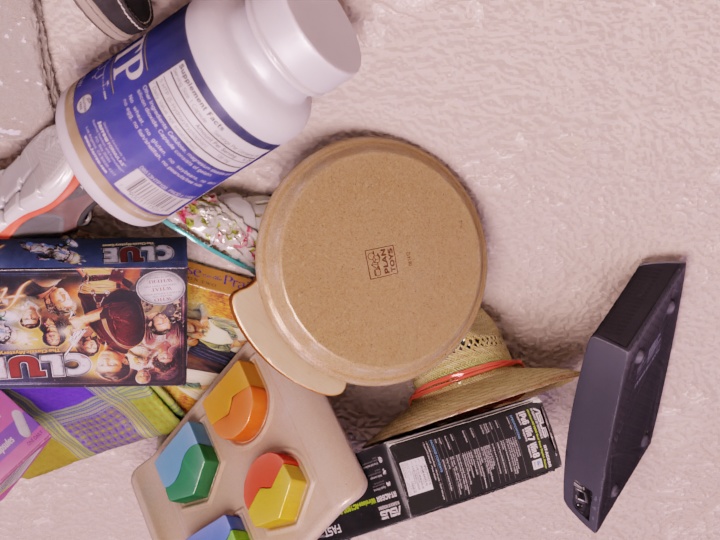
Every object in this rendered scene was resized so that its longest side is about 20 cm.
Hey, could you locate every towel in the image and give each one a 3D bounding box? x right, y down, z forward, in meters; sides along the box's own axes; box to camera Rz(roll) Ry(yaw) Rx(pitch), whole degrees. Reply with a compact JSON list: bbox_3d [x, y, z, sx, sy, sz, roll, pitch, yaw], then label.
[{"bbox_3d":[-0.292,-0.178,1.274,0.132,0.034,0.200,0,130,2],"label":"towel"},{"bbox_3d":[-0.258,0.117,1.487,0.200,0.023,0.144,-19,133,29],"label":"towel"}]

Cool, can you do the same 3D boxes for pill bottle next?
[{"bbox_3d":[-0.104,-0.126,1.246,0.200,0.120,0.120,-30,121,24],"label":"pill bottle"}]

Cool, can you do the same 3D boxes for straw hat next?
[{"bbox_3d":[0.078,0.073,1.405,0.201,0.201,0.085,-20,82,19],"label":"straw hat"}]

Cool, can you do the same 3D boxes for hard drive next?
[{"bbox_3d":[0.206,0.097,1.400,0.042,0.135,0.200,21,134,20],"label":"hard drive"}]

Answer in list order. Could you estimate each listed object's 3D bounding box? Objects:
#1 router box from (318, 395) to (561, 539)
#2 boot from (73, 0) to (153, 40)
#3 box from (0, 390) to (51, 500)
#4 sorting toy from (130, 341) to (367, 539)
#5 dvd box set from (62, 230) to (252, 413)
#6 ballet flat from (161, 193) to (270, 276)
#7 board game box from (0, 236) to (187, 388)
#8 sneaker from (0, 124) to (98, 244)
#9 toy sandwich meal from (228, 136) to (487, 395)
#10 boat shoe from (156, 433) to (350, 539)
[{"bbox_3d":[0.040,0.165,1.410,0.150,0.062,0.200,-14,172,-33],"label":"router box"},{"bbox_3d":[-0.137,-0.254,1.179,0.151,0.073,0.200,-12,122,13],"label":"boot"},{"bbox_3d":[-0.381,0.133,1.400,0.200,0.176,0.097,41,124,2],"label":"box"},{"bbox_3d":[-0.097,0.163,1.386,0.036,0.185,0.200,21,121,-43],"label":"sorting toy"},{"bbox_3d":[-0.164,0.050,1.448,0.200,0.029,0.146,17,129,-10],"label":"dvd box set"},{"bbox_3d":[-0.067,-0.019,1.374,0.200,0.076,0.064,34,93,-26],"label":"ballet flat"},{"bbox_3d":[-0.231,0.034,1.345,0.200,0.035,0.136,-1,136,-6],"label":"board game box"},{"bbox_3d":[-0.248,-0.040,1.347,0.082,0.077,0.200,23,147,-38],"label":"sneaker"},{"bbox_3d":[0.000,0.000,1.333,0.205,0.205,0.070,29,168,-18],"label":"toy sandwich meal"},{"bbox_3d":[-0.087,0.189,1.531,0.200,0.072,0.060,16,126,-17],"label":"boat shoe"}]
